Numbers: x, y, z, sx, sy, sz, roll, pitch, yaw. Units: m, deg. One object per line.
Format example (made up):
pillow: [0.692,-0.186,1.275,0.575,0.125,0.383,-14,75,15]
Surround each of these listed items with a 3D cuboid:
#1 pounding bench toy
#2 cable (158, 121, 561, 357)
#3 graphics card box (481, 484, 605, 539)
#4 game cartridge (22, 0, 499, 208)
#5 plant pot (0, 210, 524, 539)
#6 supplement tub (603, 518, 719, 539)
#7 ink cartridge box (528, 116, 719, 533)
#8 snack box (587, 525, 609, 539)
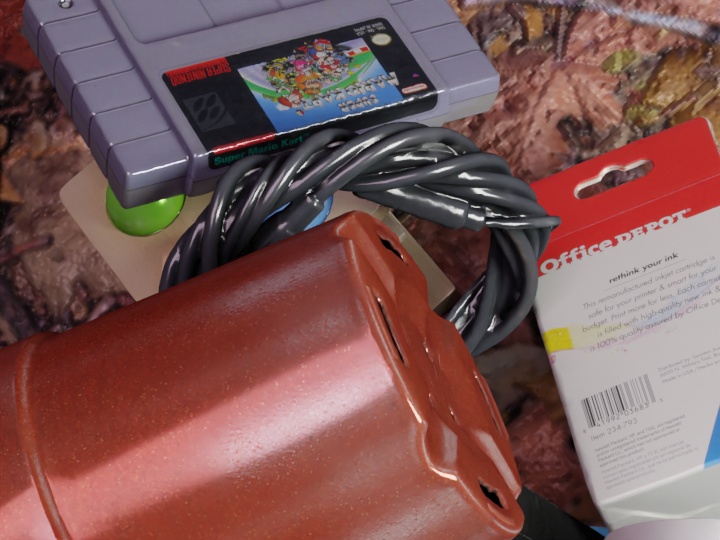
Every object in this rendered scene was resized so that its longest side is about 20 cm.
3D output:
pounding bench toy: [-0.073,-0.039,1.199,0.124,0.156,0.200,-40,62,0]
cable: [0.000,0.000,1.089,0.200,0.163,0.051,-21,37,-13]
graphics card box: [0.001,0.137,1.101,0.200,0.125,0.051,-7,66,31]
game cartridge: [-0.046,-0.104,1.127,0.200,0.038,0.130,-17,51,-24]
plant pot: [-0.050,0.083,0.970,0.195,0.201,0.201,-28,63,12]
supplement tub: [0.155,0.216,0.985,0.145,0.145,0.201,0,70,19]
ink cartridge box: [0.150,0.032,1.130,0.116,0.067,0.200,-21,48,9]
snack box: [0.142,0.222,1.090,0.116,0.037,0.201,1,70,20]
